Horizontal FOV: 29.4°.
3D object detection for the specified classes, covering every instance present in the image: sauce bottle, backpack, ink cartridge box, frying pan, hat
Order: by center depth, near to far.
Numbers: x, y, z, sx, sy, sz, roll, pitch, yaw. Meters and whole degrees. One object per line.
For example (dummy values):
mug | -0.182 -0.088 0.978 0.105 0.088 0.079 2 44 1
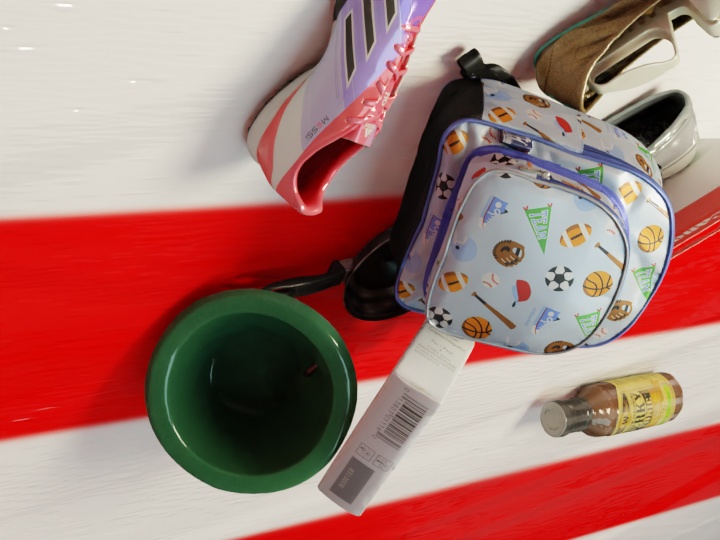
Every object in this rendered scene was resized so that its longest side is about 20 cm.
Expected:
backpack | 0.130 -0.031 0.993 0.189 0.155 0.201 10 126 -12
ink cartridge box | 0.051 0.083 1.111 0.200 0.047 0.160 -51 173 -48
frying pan | 0.001 0.010 1.118 0.189 0.031 0.115 -20 146 -17
hat | -0.084 0.077 1.138 0.165 0.176 0.201 21 111 -4
ink cartridge box | 0.252 -0.053 1.147 0.160 0.050 0.200 -31 -175 -3
sauce bottle | 0.289 0.159 1.580 0.199 0.065 0.065 -7 142 -38

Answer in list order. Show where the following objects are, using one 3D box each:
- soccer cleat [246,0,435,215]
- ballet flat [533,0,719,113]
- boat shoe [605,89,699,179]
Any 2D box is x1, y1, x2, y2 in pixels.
soccer cleat | 0.002 -0.124 0.881 0.068 0.073 0.200 6 133 -48
ballet flat | 0.220 -0.184 1.002 0.199 0.073 0.068 -36 149 6
boat shoe | 0.193 -0.088 1.133 0.200 0.070 0.072 -31 140 -11
